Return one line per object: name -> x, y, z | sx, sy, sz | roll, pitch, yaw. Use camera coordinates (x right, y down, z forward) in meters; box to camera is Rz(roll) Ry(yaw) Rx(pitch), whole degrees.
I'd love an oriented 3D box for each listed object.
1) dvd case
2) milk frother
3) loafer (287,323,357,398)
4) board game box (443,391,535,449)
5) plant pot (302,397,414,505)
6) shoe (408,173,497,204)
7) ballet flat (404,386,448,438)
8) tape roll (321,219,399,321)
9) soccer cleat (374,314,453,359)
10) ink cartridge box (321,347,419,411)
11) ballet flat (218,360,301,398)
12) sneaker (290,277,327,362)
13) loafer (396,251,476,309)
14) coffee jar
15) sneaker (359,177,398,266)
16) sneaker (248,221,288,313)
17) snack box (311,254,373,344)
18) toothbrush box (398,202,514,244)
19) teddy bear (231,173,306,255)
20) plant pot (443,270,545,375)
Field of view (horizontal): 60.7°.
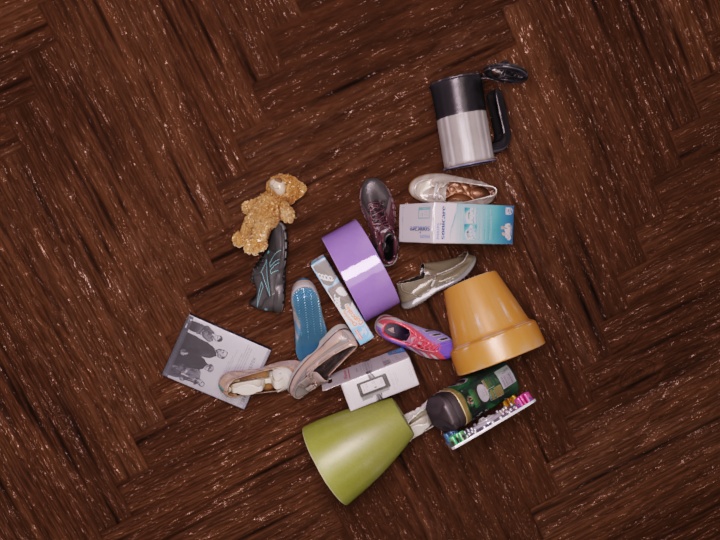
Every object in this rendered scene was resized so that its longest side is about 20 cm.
dvd case -> -0.319, 0.203, 1.370 | 0.199, 0.025, 0.151 | 25, 92, -7
milk frother -> 0.256, -0.323, 1.291 | 0.180, 0.200, 0.189 | -12, 96, -8
loafer -> -0.083, 0.206, 1.317 | 0.200, 0.072, 0.063 | -52, 54, 13
board game box -> 0.274, 0.326, 1.346 | 0.200, 0.200, 0.026 | -29, 77, -3
plant pot -> 0.008, 0.366, 1.326 | 0.200, 0.187, 0.187 | -33, 96, -1
shoe -> 0.207, -0.181, 1.369 | 0.199, 0.053, 0.070 | 3, 94, -5
ballet flat -> 0.160, 0.336, 1.400 | 0.200, 0.072, 0.072 | -32, 96, -2
tape roll -> 0.000, 0.000, 1.293 | 0.085, 0.200, 0.201 | -27, 96, -3
soccer cleat -> 0.127, 0.156, 1.378 | 0.199, 0.073, 0.068 | 22, 92, -6
ink cartridge box -> 0.019, 0.244, 1.355 | 0.199, 0.116, 0.068 | -20, 95, -2
ballet flat -> -0.207, 0.244, 1.342 | 0.199, 0.067, 0.068 | -10, 104, -17
sneaker -> -0.112, 0.114, 1.358 | 0.076, 0.081, 0.201 | -4, 114, -6
loafer -> 0.166, 0.010, 1.369 | 0.200, 0.075, 0.070 | -32, 96, -5
coffee jar -> 0.244, 0.277, 1.349 | 0.199, 0.104, 0.086 | -23, 85, -26
sneaker -> 0.051, -0.105, 1.331 | 0.075, 0.116, 0.201 | -14, 96, -3
sneaker -> -0.198, -0.007, 1.339 | 0.079, 0.075, 0.201 | 5, 94, -3
snack box -> -0.042, 0.061, 1.336 | 0.037, 0.116, 0.200 | -32, 97, -2
toothbrush box -> 0.200, -0.098, 1.301 | 0.199, 0.146, 0.086 | -2, 95, -24
teddy bear -> -0.202, -0.124, 1.308 | 0.200, 0.145, 0.067 | -45, 131, 5
plant pot -> 0.271, 0.108, 1.338 | 0.200, 0.200, 0.184 | -21, 81, -3
